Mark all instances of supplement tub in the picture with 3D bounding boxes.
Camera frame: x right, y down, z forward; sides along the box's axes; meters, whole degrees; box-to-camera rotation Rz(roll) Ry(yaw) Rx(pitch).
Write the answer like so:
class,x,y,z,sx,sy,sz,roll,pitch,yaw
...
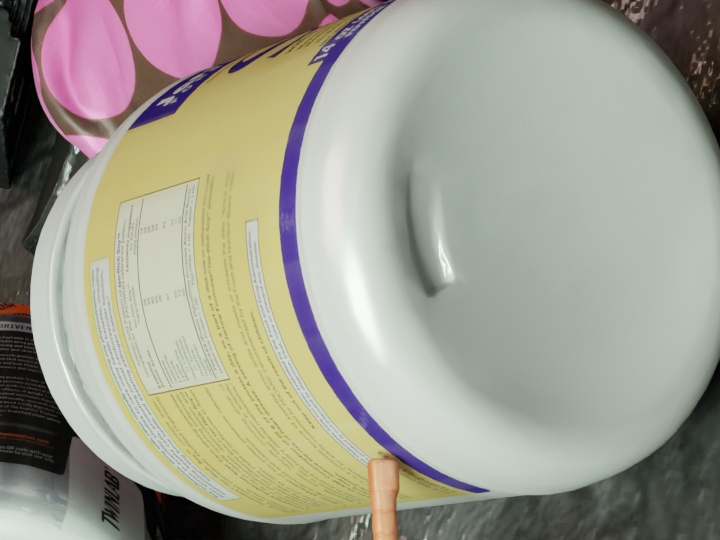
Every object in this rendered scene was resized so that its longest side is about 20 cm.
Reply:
class,x,y,z,sx,sy,sz,roll,pitch,yaw
supplement tub,0.000,0.000,0.877,0.200,0.145,0.147,-13,65,56
supplement tub,-0.128,0.093,1.037,0.123,0.122,0.200,-62,14,18

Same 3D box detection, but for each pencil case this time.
class,x,y,z,sx,sy,sz,roll,pitch,yaw
pencil case,-0.033,-0.092,1.036,0.200,0.090,0.094,-24,51,50

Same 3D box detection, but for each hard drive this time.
class,x,y,z,sx,sy,sz,roll,pitch,yaw
hard drive,-0.145,-0.116,1.199,0.200,0.038,0.141,132,151,-82

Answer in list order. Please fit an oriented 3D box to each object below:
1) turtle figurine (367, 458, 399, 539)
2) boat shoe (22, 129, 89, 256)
class,x,y,z,sx,sy,sz,roll,pitch,yaw
turtle figurine,0.024,0.155,0.829,0.161,0.064,0.201,-31,81,57
boat shoe,-0.097,-0.098,1.158,0.074,0.063,0.203,-142,71,-73
